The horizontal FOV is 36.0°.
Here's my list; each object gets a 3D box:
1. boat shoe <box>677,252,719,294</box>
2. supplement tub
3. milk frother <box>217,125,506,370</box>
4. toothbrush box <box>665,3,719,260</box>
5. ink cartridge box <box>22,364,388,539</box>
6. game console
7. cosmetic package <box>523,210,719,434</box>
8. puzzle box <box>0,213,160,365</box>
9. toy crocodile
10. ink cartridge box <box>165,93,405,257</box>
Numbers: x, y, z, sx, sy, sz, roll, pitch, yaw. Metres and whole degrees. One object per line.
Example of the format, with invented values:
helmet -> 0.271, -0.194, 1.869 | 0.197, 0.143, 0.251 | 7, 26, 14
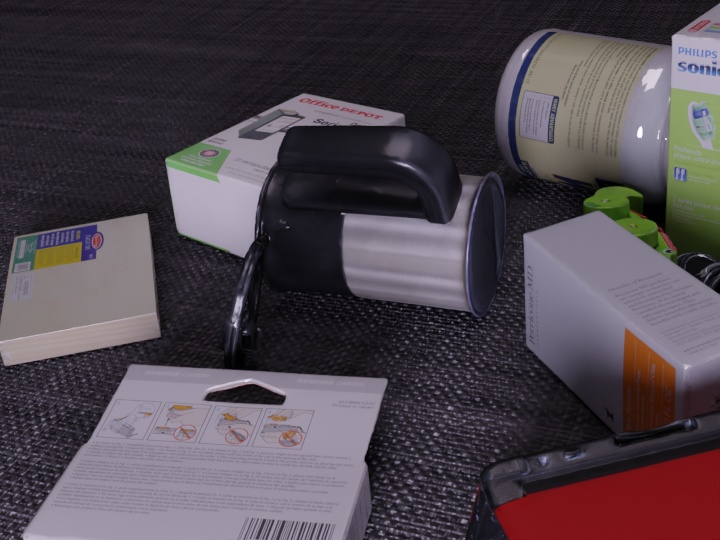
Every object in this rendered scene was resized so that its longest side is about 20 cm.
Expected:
boat shoe -> 0.271, 0.027, 0.818 | 0.070, 0.069, 0.201 | -4, 29, 4
supplement tub -> 0.243, -0.145, 1.051 | 0.198, 0.147, 0.144 | 19, 37, 37
milk frother -> 0.000, 0.000, 0.881 | 0.185, 0.180, 0.203 | 6, 74, 22
toothbrush box -> 0.324, -0.115, 0.925 | 0.085, 0.203, 0.145 | 17, 37, 35
ink cartridge box -> -0.089, 0.134, 0.721 | 0.197, 0.045, 0.177 | 2, 31, 13
game console -> 0.168, 0.146, 0.581 | 0.197, 0.173, 0.120 | -11, 56, -9
cosmetic package -> 0.190, 0.048, 0.762 | 0.070, 0.103, 0.200 | -15, 30, -16
puzzle box -> -0.248, 0.011, 0.991 | 0.131, 0.026, 0.201 | -11, 29, -7
toy crocodile -> 0.219, -0.017, 0.888 | 0.061, 0.069, 0.200 | -8, 19, 0
ink cartridge box -> -0.066, -0.094, 1.082 | 0.144, 0.085, 0.199 | 18, 37, 36
